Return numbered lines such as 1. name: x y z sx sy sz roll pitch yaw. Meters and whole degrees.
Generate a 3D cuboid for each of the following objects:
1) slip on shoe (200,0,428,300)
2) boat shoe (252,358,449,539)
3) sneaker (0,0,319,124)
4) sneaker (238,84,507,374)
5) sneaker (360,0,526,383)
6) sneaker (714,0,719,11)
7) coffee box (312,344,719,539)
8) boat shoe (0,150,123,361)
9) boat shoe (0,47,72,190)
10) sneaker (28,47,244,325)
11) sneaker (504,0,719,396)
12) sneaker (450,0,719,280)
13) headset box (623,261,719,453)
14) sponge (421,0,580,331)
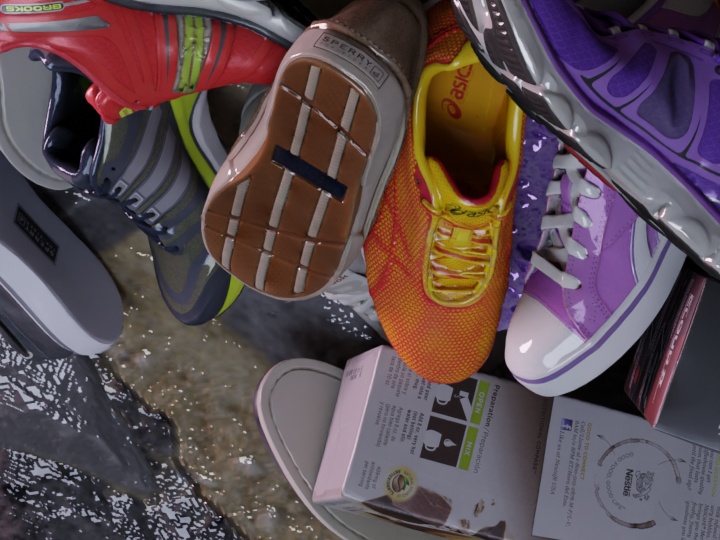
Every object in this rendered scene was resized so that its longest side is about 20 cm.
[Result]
1. slip on shoe: -0.018 -0.055 1.273 0.076 0.061 0.200 31 147 6
2. boat shoe: 0.007 0.119 1.505 0.200 0.073 0.063 43 161 -24
3. sneaker: -0.090 -0.103 1.292 0.200 0.077 0.085 17 107 -25
4. sneaker: 0.000 0.000 1.397 0.073 0.085 0.200 -24 122 30
5. sneaker: 0.038 -0.028 1.286 0.073 0.077 0.200 -2 123 -4
6. sneaker: 0.163 -0.182 1.187 0.070 0.090 0.200 -4 129 19
7. coffee box: 0.087 0.103 1.412 0.200 0.080 0.113 15 172 -6
8. boat shoe: -0.201 -0.026 1.451 0.066 0.070 0.200 -20 129 28
9. boat shoe: -0.176 -0.118 1.362 0.060 0.074 0.200 38 166 40
10. sneaker: -0.111 -0.053 1.373 0.074 0.081 0.200 25 140 46
11. sneaker: 0.101 -0.048 1.275 0.114 0.073 0.201 30 92 -34
12. sneaker: 0.116 -0.080 1.197 0.200 0.081 0.083 39 92 -32
13. headset box: 0.207 0.055 1.305 0.148 0.200 0.075 19 93 -1
14. sponge: 0.071 -0.065 1.327 0.111 0.030 0.200 -13 123 3
